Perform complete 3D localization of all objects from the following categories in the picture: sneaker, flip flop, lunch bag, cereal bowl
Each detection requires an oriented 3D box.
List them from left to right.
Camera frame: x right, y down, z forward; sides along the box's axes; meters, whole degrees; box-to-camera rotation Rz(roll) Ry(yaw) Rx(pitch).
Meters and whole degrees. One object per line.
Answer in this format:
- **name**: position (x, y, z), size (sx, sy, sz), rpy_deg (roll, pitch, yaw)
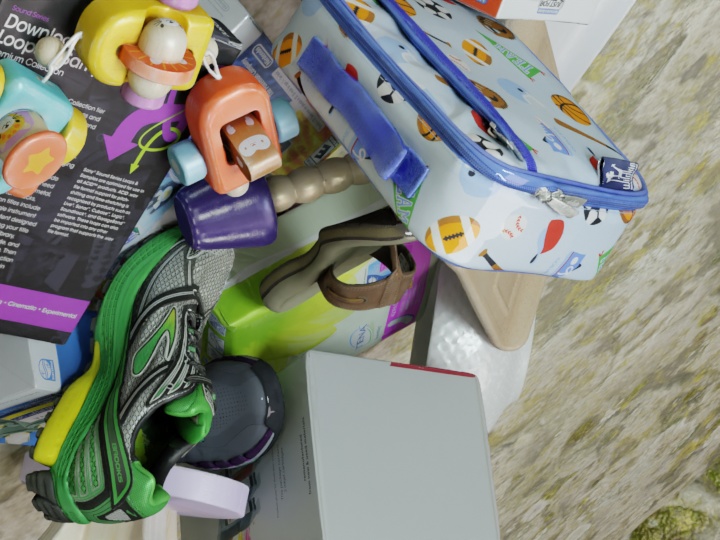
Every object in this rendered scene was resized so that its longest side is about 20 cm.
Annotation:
- **sneaker**: position (-0.134, 0.108, 1.184), size (0.087, 0.075, 0.200), rpy_deg (-9, 172, -40)
- **sneaker**: position (-0.111, 0.060, 1.000), size (0.078, 0.085, 0.200), rpy_deg (63, 40, -50)
- **flip flop**: position (0.000, 0.000, 1.082), size (0.081, 0.058, 0.200), rpy_deg (-20, 173, -34)
- **lunch bag**: position (0.050, -0.076, 0.905), size (0.160, 0.200, 0.076), rpy_deg (9, 123, -46)
- **cereal bowl**: position (0.088, 0.048, 1.356), size (0.083, 0.201, 0.200), rpy_deg (8, 147, -1)

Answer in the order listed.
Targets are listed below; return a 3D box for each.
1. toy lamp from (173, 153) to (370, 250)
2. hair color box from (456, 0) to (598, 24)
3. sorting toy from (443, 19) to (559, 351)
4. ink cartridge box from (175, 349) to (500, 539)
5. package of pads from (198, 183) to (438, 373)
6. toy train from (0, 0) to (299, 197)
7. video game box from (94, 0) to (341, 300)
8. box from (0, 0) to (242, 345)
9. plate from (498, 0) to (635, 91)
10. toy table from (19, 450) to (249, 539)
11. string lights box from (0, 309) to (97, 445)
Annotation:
- **toy lamp**: position (-0.012, -0.059, 1.026), size (0.199, 0.058, 0.058), rpy_deg (-19, 152, -19)
- **hair color box**: position (0.115, -0.242, 0.970), size (0.111, 0.064, 0.201), rpy_deg (-8, 123, -54)
- **sorting toy**: position (0.102, -0.058, 1.208), size (0.200, 0.036, 0.186), rpy_deg (50, 55, -63)
- **ink cartridge box**: position (-0.022, 0.164, 1.229), size (0.145, 0.145, 0.200), rpy_deg (9, 152, -31)
- **package of pads**: position (-0.035, 0.016, 1.262), size (0.200, 0.068, 0.155), rpy_deg (-28, 155, -24)
- **toy train**: position (-0.115, -0.061, 0.849), size (0.200, 0.056, 0.151), rpy_deg (-24, 137, -21)
- **video game box**: position (-0.112, -0.064, 1.021), size (0.182, 0.047, 0.200), rpy_deg (-39, 158, 2)
- **box**: position (-0.166, -0.058, 0.883), size (0.143, 0.036, 0.200), rpy_deg (15, 117, -45)
- **plate**: position (0.114, -0.168, 1.214), size (0.199, 0.032, 0.200), rpy_deg (-15, 146, -49)
- **toy table**: position (-0.165, 0.189, 1.160), size (0.183, 0.118, 0.200), rpy_deg (18, 166, -27)
- **string lights box**: position (-0.189, 0.066, 1.069), size (0.102, 0.059, 0.200), rpy_deg (-18, 165, 21)
